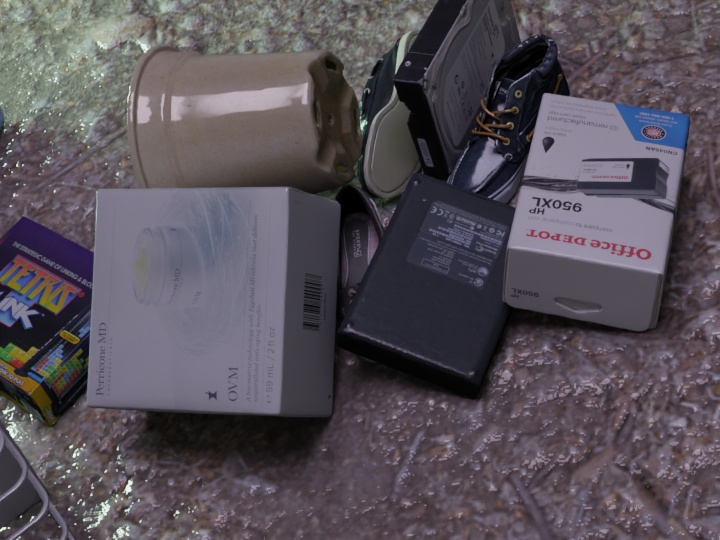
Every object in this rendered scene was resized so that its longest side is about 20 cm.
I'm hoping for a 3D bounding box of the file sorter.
[{"bbox_3d":[-0.345,0.208,1.551,0.138,0.201,0.124,-35,48,-13],"label":"file sorter"}]

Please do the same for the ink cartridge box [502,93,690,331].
[{"bbox_3d":[0.218,-0.056,1.639,0.143,0.085,0.201,9,52,9],"label":"ink cartridge box"}]

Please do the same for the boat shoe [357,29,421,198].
[{"bbox_3d":[0.026,-0.156,1.842,0.066,0.074,0.201,-16,54,44],"label":"boat shoe"}]

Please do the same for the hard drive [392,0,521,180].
[{"bbox_3d":[0.103,-0.210,1.809,0.038,0.140,0.201,9,52,27],"label":"hard drive"}]

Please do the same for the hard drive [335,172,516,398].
[{"bbox_3d":[0.077,0.011,1.656,0.138,0.033,0.201,20,55,8],"label":"hard drive"}]

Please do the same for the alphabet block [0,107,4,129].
[{"bbox_3d":[-0.542,-0.164,1.982,0.198,0.196,0.198,-3,46,17],"label":"alphabet block"}]

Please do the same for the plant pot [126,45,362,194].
[{"bbox_3d":[-0.104,-0.137,1.766,0.182,0.201,0.202,-7,46,22],"label":"plant pot"}]

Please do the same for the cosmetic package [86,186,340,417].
[{"bbox_3d":[-0.134,0.030,1.627,0.198,0.123,0.202,0,85,23],"label":"cosmetic package"}]

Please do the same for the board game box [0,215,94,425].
[{"bbox_3d":[-0.327,0.046,1.797,0.199,0.057,0.166,24,62,36],"label":"board game box"}]

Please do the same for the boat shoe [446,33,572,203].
[{"bbox_3d":[0.137,-0.144,1.767,0.070,0.091,0.201,19,58,34],"label":"boat shoe"}]

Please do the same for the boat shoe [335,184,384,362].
[{"bbox_3d":[0.000,0.000,1.711,0.066,0.057,0.201,-16,45,7],"label":"boat shoe"}]
